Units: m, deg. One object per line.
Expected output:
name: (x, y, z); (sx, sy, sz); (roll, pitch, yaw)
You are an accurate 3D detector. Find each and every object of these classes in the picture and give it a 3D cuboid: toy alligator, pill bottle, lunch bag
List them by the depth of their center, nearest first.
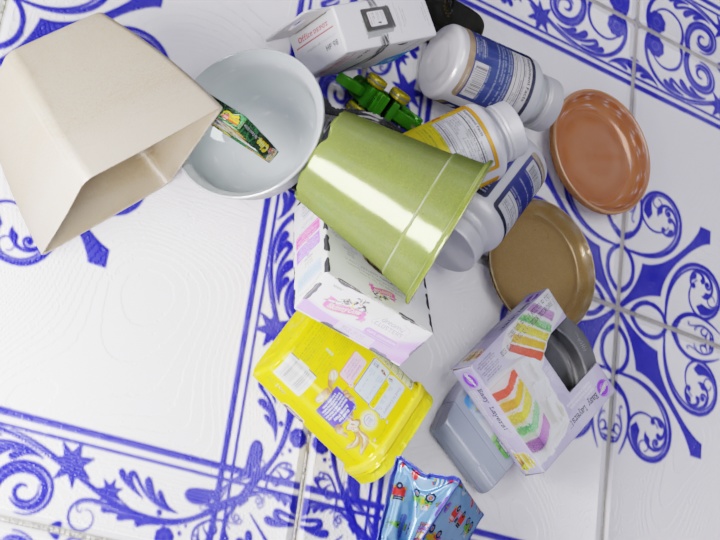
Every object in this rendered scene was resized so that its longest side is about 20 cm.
lunch bag: (0.062, 0.354, 1.619); (0.201, 0.094, 0.151); (-65, 155, -18)
pill bottle: (0.116, -0.148, 1.726); (0.199, 0.109, 0.110); (-25, 91, -13)
toy alligator: (0.045, -0.223, 1.818); (0.200, 0.054, 0.059); (30, 107, -23)
pill bottle: (0.166, -0.097, 1.824); (0.116, 0.116, 0.200); (48, 56, -13)
pill bottle: (0.192, -0.270, 1.891); (0.199, 0.111, 0.111); (18, 68, -29)

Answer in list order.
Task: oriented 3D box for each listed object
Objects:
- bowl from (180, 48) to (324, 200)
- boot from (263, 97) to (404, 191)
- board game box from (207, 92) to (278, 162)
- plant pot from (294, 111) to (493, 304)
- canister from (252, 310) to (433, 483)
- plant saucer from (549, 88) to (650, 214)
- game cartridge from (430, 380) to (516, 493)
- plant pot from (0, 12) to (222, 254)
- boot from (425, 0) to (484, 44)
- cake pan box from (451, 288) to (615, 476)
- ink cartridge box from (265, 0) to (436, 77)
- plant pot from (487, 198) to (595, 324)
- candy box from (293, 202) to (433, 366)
bowl: (-0.126, -0.167, 1.636); (0.090, 0.200, 0.202); (48, 44, -64)
boot: (-0.038, -0.152, 1.745); (0.199, 0.070, 0.132); (16, 75, -22)
board game box: (-0.193, -0.200, 1.562); (0.024, 0.200, 0.105); (-55, 155, -2)
plant pot: (0.028, -0.092, 1.576); (0.190, 0.200, 0.200); (30, 60, 2)
canister: (-0.022, 0.146, 1.651); (0.200, 0.086, 0.149); (45, 56, -13)
plant saucer: (0.364, -0.180, 2.027); (0.200, 0.037, 0.201); (10, 71, -32)
game cartridge: (0.187, 0.192, 1.808); (0.133, 0.040, 0.200); (51, 56, -7)
plant pot: (-0.311, -0.170, 1.489); (0.200, 0.200, 0.177); (-35, 87, -35)
boot: (0.124, -0.383, 1.861); (0.199, 0.138, 0.078); (8, 72, -33)
cake pan box: (0.243, 0.150, 1.806); (0.200, 0.052, 0.185); (-39, 102, -35)
ink cartridge box: (-0.013, -0.313, 1.765); (0.200, 0.116, 0.067); (-18, 88, -35)
plant pot: (0.260, -0.005, 1.915); (0.199, 0.027, 0.201); (9, 72, -31)
candy box: (0.000, 0.000, 1.657); (0.167, 0.072, 0.200); (31, 31, -25)
